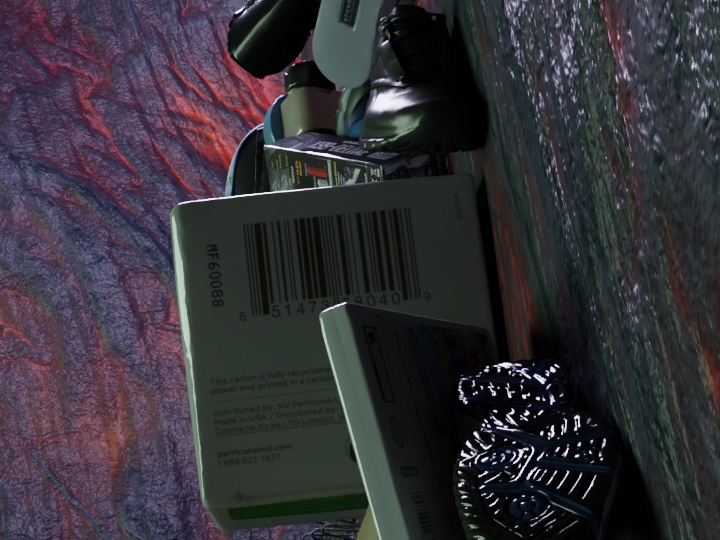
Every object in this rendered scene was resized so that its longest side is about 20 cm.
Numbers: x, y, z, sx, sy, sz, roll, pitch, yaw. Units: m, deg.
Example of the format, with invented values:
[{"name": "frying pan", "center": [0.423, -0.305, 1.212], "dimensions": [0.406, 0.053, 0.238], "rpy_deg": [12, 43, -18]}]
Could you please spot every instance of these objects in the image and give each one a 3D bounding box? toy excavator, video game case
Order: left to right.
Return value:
[{"name": "toy excavator", "center": [-0.023, -0.104, 1.596], "dimensions": [0.200, 0.194, 0.100], "rpy_deg": [-41, 50, 51]}, {"name": "video game case", "center": [0.045, 0.093, 0.817], "dimensions": [0.200, 0.018, 0.144], "rpy_deg": [13, -121, -66]}]

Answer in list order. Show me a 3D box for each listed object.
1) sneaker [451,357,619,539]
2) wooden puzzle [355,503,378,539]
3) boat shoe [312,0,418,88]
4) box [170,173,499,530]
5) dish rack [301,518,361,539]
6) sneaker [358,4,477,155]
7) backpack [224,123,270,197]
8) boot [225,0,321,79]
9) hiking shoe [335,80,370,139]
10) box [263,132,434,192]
[{"name": "sneaker", "center": [0.082, 0.104, 0.741], "dimensions": [0.200, 0.075, 0.077], "rpy_deg": [-74, -27, -74]}, {"name": "wooden puzzle", "center": [0.052, 0.224, 0.929], "dimensions": [0.200, 0.037, 0.185], "rpy_deg": [52, 141, 34]}, {"name": "boat shoe", "center": [0.014, -0.224, 1.190], "dimensions": [0.065, 0.074, 0.200], "rpy_deg": [-47, -11, -40]}, {"name": "box", "center": [-0.014, 0.059, 1.082], "dimensions": [0.171, 0.198, 0.201], "rpy_deg": [98, 165, -77]}, {"name": "dish rack", "center": [-0.022, 0.239, 1.259], "dimensions": [0.200, 0.054, 0.154], "rpy_deg": [-97, 21, -46]}, {"name": "sneaker", "center": [0.033, -0.126, 1.072], "dimensions": [0.200, 0.076, 0.091], "rpy_deg": [-116, 26, -73]}, {"name": "backpack", "center": [-0.065, -0.062, 1.808], "dimensions": [0.147, 0.182, 0.201], "rpy_deg": [128, 141, -83]}, {"name": "boot", "center": [-0.047, -0.228, 1.431], "dimensions": [0.168, 0.076, 0.200], "rpy_deg": [-47, 24, 25]}, {"name": "hiking shoe", "center": [0.032, -0.066, 1.299], "dimensions": [0.087, 0.074, 0.200], "rpy_deg": [-132, 29, -53]}, {"name": "box", "center": [0.000, 0.000, 1.268], "dimensions": [0.158, 0.050, 0.201], "rpy_deg": [13, 117, 52]}]
